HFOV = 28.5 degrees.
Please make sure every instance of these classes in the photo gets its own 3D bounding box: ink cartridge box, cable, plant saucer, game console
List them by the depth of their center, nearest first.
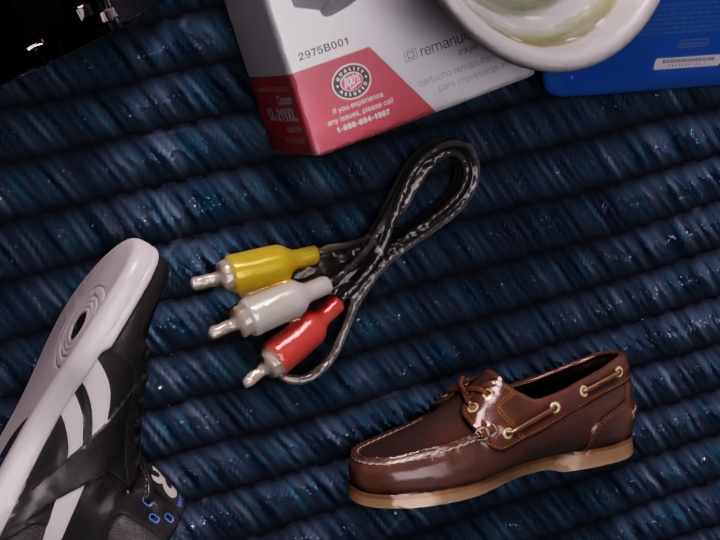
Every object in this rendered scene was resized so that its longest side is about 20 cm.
[{"bbox_3d":[0.088,-0.206,0.764,0.199,0.050,0.202,-1,91,-34],"label":"plant saucer"},{"bbox_3d":[-0.005,-0.183,0.799,0.145,0.083,0.201,-22,104,-16],"label":"ink cartridge box"},{"bbox_3d":[0.000,0.000,0.842,0.199,0.050,0.098,-30,107,-12],"label":"cable"},{"bbox_3d":[0.196,-0.217,0.902,0.199,0.119,0.172,-6,130,-18],"label":"game console"}]

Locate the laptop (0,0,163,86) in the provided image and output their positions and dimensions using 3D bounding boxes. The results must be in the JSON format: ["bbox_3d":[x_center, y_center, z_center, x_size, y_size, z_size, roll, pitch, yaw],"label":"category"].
[{"bbox_3d":[-0.197,-0.182,0.699,0.199,0.103,0.178,-32,106,-26],"label":"laptop"}]

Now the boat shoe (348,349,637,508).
[{"bbox_3d":[0.081,0.093,0.875,0.199,0.070,0.071,-11,108,-26],"label":"boat shoe"}]

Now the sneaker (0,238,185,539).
[{"bbox_3d":[-0.135,0.089,0.801,0.111,0.073,0.201,29,95,-24],"label":"sneaker"}]
